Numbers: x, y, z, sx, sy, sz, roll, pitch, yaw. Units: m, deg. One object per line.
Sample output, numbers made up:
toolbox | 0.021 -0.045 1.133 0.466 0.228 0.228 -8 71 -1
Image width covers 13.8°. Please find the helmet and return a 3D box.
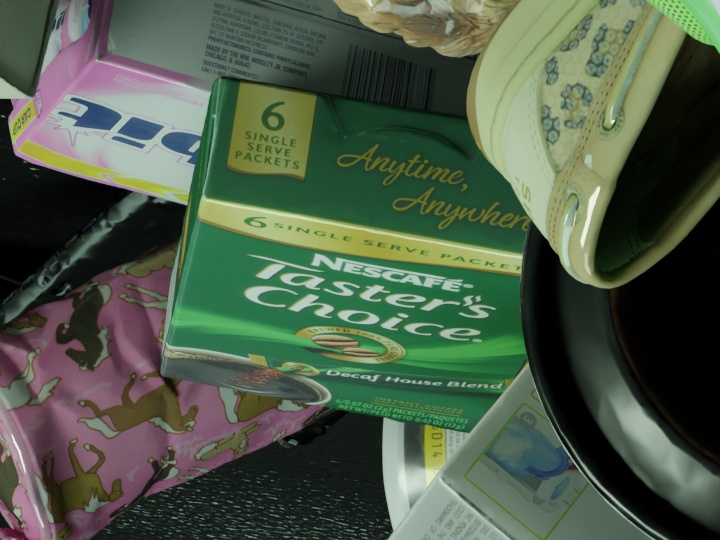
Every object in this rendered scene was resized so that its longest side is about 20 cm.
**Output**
helmet | 0.144 -0.012 0.813 0.199 0.201 0.191 11 150 -1

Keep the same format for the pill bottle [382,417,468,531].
pill bottle | 0.117 0.074 1.226 0.199 0.113 0.112 -5 158 21

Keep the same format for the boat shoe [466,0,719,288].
boat shoe | 0.107 -0.081 0.678 0.073 0.063 0.200 22 116 -35

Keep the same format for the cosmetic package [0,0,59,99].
cosmetic package | -0.195 -0.108 0.893 0.199 0.088 0.103 1 159 26

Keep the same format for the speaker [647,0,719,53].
speaker | 0.046 -0.115 0.605 0.200 0.089 0.089 40 165 9

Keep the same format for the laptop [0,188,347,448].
laptop | -0.080 0.000 1.299 0.177 0.104 0.200 22 134 -34

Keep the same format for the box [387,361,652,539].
box | 0.096 0.061 0.973 0.101 0.200 0.113 39 142 5

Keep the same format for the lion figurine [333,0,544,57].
lion figurine | -0.033 -0.122 0.692 0.072 0.123 0.199 -44 141 20

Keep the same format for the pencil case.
pencil case | -0.055 0.032 1.096 0.199 0.087 0.083 -24 155 -21

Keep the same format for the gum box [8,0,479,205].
gum box | -0.013 -0.058 0.978 0.199 0.067 0.113 15 161 -16

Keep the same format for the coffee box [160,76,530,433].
coffee box | 0.000 0.000 0.963 0.122 0.044 0.200 11 161 -6
